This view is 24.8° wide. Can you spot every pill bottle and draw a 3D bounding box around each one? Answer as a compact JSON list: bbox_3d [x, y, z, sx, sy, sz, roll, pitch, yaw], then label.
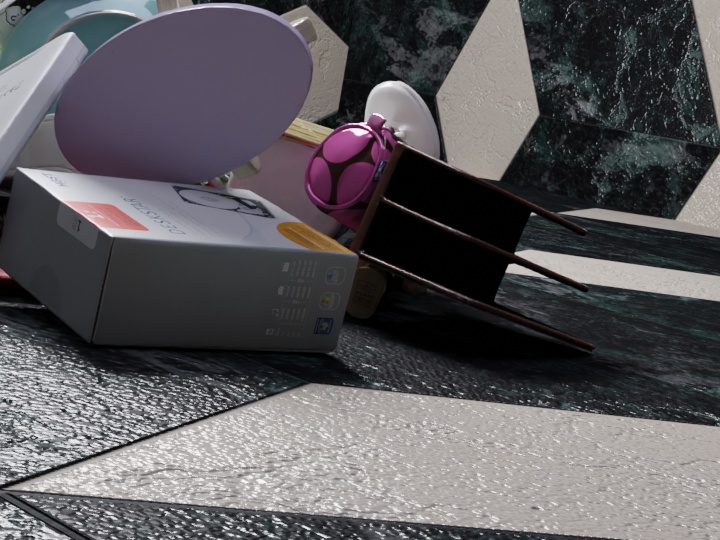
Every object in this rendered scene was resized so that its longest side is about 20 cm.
[{"bbox_3d":[-0.056,-0.075,1.575,0.114,0.114,0.200,10,8,6],"label":"pill bottle"}]

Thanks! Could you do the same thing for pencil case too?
[{"bbox_3d":[0.045,-0.057,1.423,0.091,0.094,0.200,27,-3,42],"label":"pencil case"}]

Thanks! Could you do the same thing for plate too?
[{"bbox_3d":[-0.215,-0.157,1.413,0.200,0.200,0.026,8,-15,-13],"label":"plate"}]

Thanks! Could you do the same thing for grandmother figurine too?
[{"bbox_3d":[0.000,0.000,1.441,0.121,0.061,0.200,22,10,0],"label":"grandmother figurine"}]

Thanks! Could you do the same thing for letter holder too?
[{"bbox_3d":[0.116,-0.014,1.344,0.142,0.101,0.200,26,4,40],"label":"letter holder"}]

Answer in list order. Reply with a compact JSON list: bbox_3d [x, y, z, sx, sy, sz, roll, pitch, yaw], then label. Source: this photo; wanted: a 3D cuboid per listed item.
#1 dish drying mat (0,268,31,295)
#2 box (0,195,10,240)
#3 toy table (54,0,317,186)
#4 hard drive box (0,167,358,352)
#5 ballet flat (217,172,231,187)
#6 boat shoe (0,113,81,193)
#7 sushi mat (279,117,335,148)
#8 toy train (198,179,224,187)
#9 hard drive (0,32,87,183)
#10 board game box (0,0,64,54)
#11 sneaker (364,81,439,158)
[{"bbox_3d":[-0.231,0.008,1.218,0.200,0.018,0.077,6,9,-22],"label":"dish drying mat"},{"bbox_3d":[-0.191,-0.028,1.358,0.158,0.048,0.200,2,5,-44],"label":"box"},{"bbox_3d":[-0.130,-0.145,1.264,0.200,0.184,0.117,-9,17,7],"label":"toy table"},{"bbox_3d":[-0.129,-0.006,1.151,0.200,0.077,0.156,3,18,-38],"label":"hard drive box"},{"bbox_3d":[-0.155,-0.094,1.542,0.070,0.067,0.200,-22,-13,13],"label":"ballet flat"},{"bbox_3d":[-0.240,-0.093,1.357,0.200,0.073,0.062,2,-11,-6],"label":"boat shoe"},{"bbox_3d":[-0.009,-0.113,1.487,0.200,0.012,0.096,15,16,-23],"label":"sushi mat"},{"bbox_3d":[-0.139,-0.062,1.455,0.200,0.034,0.046,43,37,-6],"label":"toy train"},{"bbox_3d":[-0.289,-0.091,1.217,0.132,0.027,0.200,-23,29,32],"label":"hard drive"},{"bbox_3d":[-0.253,-0.197,1.499,0.035,0.126,0.200,43,-14,43],"label":"board game box"},{"bbox_3d":[0.031,-0.088,1.576,0.075,0.200,0.088,-6,-6,22],"label":"sneaker"}]
